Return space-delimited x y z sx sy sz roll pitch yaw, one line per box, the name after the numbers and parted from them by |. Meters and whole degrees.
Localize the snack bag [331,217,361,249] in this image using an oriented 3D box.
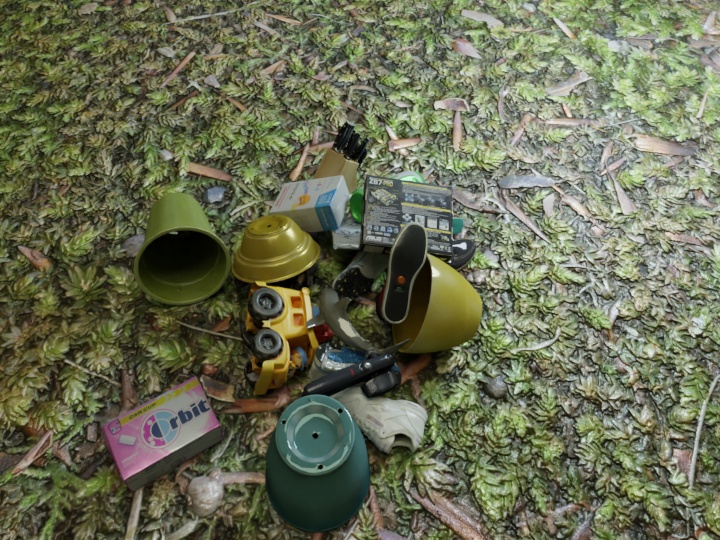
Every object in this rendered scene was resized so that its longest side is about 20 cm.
0.024 -0.078 1.412 0.182 0.022 0.201 4 22 -8 | snack bag

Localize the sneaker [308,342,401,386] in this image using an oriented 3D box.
-0.013 0.202 1.245 0.195 0.087 0.076 16 42 -20 | sneaker

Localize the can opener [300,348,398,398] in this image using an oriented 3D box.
-0.017 0.196 1.145 0.195 0.064 0.080 -10 54 -29 | can opener

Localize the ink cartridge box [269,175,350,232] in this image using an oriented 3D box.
-0.132 -0.147 1.441 0.194 0.069 0.117 -5 40 23 | ink cartridge box

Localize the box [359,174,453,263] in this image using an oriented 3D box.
0.099 -0.110 1.333 0.193 0.049 0.166 6 69 -8 | box

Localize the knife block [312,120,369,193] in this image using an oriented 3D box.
-0.059 -0.248 1.500 0.063 0.178 0.200 34 59 22 | knife block

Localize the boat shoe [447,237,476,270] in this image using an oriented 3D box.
0.184 -0.035 1.426 0.195 0.064 0.074 -21 57 -17 | boat shoe

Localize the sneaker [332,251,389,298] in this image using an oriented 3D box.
0.000 0.000 1.388 0.071 0.074 0.199 1 30 43 | sneaker

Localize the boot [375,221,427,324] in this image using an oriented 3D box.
0.077 0.005 1.277 0.070 0.144 0.206 17 87 -5 | boot

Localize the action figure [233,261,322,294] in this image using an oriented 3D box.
-0.180 0.003 1.384 0.194 0.071 0.132 -7 47 -12 | action figure

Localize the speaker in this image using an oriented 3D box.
0.067 -0.174 1.486 0.197 0.090 0.088 -25 57 -38 | speaker

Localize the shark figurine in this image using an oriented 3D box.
-0.016 0.099 1.219 0.213 0.091 0.127 40 33 21 | shark figurine

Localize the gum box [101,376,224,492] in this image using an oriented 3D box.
-0.364 0.301 1.156 0.196 0.067 0.114 -27 60 -20 | gum box

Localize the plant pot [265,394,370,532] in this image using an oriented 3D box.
-0.075 0.316 1.083 0.193 0.190 0.204 1 52 -1 | plant pot

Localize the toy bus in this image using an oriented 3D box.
-0.139 0.136 1.261 0.186 0.137 0.205 4 54 -20 | toy bus

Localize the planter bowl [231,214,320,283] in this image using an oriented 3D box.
-0.186 -0.061 1.331 0.194 0.086 0.202 -7 29 4 | planter bowl

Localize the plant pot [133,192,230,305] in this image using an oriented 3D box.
-0.392 -0.067 1.364 0.194 0.204 0.192 -13 43 -12 | plant pot

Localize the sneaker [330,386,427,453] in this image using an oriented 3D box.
0.027 0.281 1.179 0.194 0.076 0.101 12 48 6 | sneaker

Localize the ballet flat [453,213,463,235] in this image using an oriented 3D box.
0.154 -0.114 1.452 0.196 0.070 0.072 -5 21 -41 | ballet flat

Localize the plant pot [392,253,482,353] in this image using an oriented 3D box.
0.164 0.079 1.282 0.138 0.201 0.205 14 51 -16 | plant pot
